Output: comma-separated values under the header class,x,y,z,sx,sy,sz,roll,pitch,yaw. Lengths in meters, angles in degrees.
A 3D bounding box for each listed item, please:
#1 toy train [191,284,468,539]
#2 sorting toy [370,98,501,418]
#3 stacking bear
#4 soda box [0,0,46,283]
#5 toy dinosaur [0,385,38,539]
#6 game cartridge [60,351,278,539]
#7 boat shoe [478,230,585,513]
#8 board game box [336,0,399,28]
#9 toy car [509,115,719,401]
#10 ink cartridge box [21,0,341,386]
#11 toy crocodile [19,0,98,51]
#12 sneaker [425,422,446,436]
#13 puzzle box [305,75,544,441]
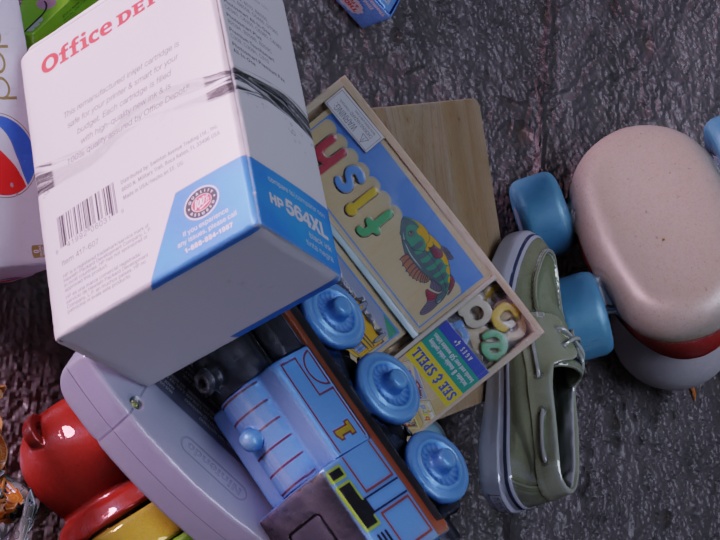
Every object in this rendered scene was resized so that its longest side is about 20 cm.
class,x,y,z,sx,sy,sz,roll,pitch,yaw
toy train,-0.022,0.093,1.312,0.114,0.087,0.201,-26,79,-50
sorting toy,0.024,-0.005,1.510,0.198,0.069,0.202,-13,94,-63
stacking bear,-0.127,0.162,1.347,0.201,0.113,0.121,59,27,2
soda box,-0.234,-0.093,1.349,0.068,0.063,0.202,-5,82,-42
toy dinosaur,-0.238,0.108,1.242,0.135,0.103,0.200,10,25,-2
game cartridge,-0.082,0.097,1.340,0.200,0.041,0.133,44,38,-10
boat shoe,0.120,0.066,1.533,0.072,0.062,0.201,40,48,-53
board game box,0.002,-0.295,1.627,0.151,0.036,0.201,45,54,-24
toy car,0.222,0.012,1.688,0.200,0.183,0.178,74,-2,-57
ink cartridge box,-0.104,-0.061,1.289,0.084,0.145,0.201,32,38,-47
toy crocodile,-0.163,-0.194,1.441,0.200,0.061,0.068,-53,153,-32
sneaker,-0.005,0.125,1.479,0.199,0.082,0.074,-8,85,-42
puzzle box,0.000,0.000,1.393,0.133,0.025,0.200,-39,91,3
